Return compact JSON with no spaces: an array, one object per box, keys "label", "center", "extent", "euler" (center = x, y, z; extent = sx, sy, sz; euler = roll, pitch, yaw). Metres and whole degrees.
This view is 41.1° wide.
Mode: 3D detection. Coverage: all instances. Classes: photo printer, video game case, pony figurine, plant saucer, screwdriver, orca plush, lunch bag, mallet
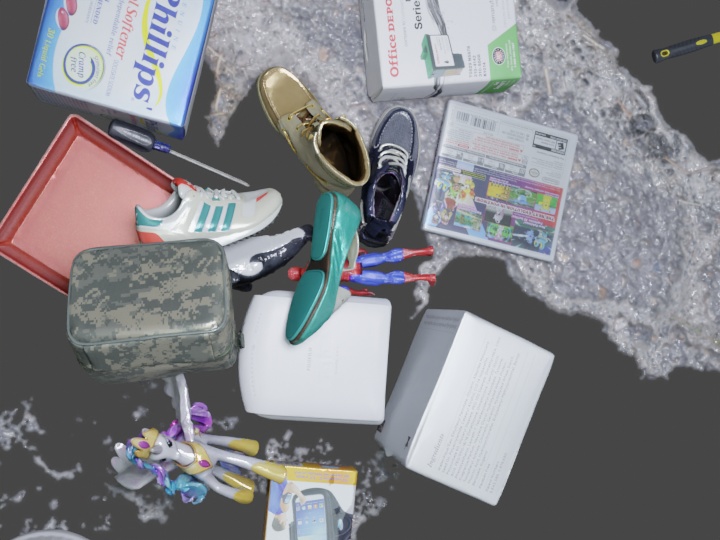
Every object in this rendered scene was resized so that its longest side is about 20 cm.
[{"label":"photo printer","center":[-0.062,0.114,1.267],"extent":[0.196,0.069,0.170],"euler":[5,88,-10]},{"label":"video game case","center":[0.195,-0.124,1.343],"extent":[0.196,0.023,0.186],"euler":[13,86,-11]},{"label":"pony figurine","center":[-0.212,0.218,1.195],"extent":[0.198,0.192,0.169],"euler":[25,88,-28]},{"label":"plant saucer","center":[-0.338,-0.062,1.239],"extent":[0.198,0.037,0.202],"euler":[32,83,-9]},{"label":"screwdriver","center":[-0.234,-0.153,1.257],"extent":[0.197,0.028,0.030],"euler":[18,60,-23]},{"label":"orca plush","center":[-0.152,-0.010,1.272],"extent":[0.197,0.072,0.105],"euler":[-25,49,-19]},{"label":"lunch bag","center":[-0.244,0.063,1.151],"extent":[0.196,0.169,0.141],"euler":[-6,57,-4]},{"label":"mallet","center":[0.516,-0.349,1.400],"extent":[0.196,0.041,0.067],"euler":[-10,92,-6]}]

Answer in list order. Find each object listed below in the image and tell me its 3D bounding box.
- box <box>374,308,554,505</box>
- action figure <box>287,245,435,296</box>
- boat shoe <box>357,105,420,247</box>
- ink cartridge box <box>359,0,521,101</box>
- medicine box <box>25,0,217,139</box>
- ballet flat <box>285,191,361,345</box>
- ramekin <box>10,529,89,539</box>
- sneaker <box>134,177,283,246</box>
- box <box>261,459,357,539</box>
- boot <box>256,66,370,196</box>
[{"label":"box","center":[0.126,0.167,1.234],"extent":[0.129,0.199,0.203],"euler":[24,85,-9]},{"label":"action figure","center":[0.000,0.000,1.292],"extent":[0.196,0.052,0.067],"euler":[-2,84,-5]},{"label":"boat shoe","center":[0.044,-0.136,1.266],"extent":[0.073,0.093,0.204],"euler":[12,75,-6]},{"label":"ink cartridge box","center":[0.106,-0.314,1.299],"extent":[0.196,0.084,0.149],"euler":[-7,90,-11]},{"label":"medicine box","center":[-0.297,-0.286,1.217],"extent":[0.196,0.103,0.186],"euler":[14,87,-9]},{"label":"ballet flat","center":[-0.038,0.003,1.219],"extent":[0.070,0.067,0.204],"euler":[19,80,-31]},{"label":"ramekin","center":[-0.396,0.432,1.188],"extent":[0.198,0.094,0.207],"euler":[0,89,-11]},{"label":"sneaker","center":[-0.192,-0.079,1.214],"extent":[0.197,0.070,0.095],"euler":[-25,114,-18]},{"label":"box","center":[-0.072,0.360,1.276],"extent":[0.117,0.041,0.204],"euler":[6,86,-10]},{"label":"boot","center":[-0.060,-0.185,1.230],"extent":[0.072,0.155,0.202],"euler":[-31,94,-9]}]
